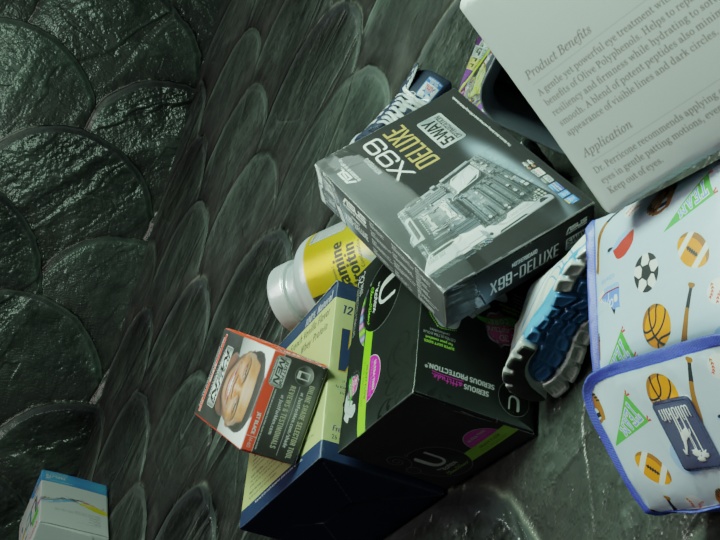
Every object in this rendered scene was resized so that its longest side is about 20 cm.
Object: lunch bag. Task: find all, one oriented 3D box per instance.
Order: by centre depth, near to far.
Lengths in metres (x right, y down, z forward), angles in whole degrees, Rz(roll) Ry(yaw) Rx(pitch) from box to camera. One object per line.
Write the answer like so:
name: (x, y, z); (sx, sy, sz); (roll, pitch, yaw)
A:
lunch bag: (0.223, 0.043, 0.711); (0.170, 0.124, 0.201); (149, 126, -60)

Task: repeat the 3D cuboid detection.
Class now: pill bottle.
pill bottle: (0.000, 0.000, 1.252); (0.200, 0.112, 0.112); (-23, 45, 32)

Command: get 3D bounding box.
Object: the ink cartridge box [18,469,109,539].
ink cartridge box: (-0.604, 0.531, 2.377); (0.147, 0.146, 0.200); (-65, 21, 14)

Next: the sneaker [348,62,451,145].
sneaker: (0.053, -0.176, 1.363); (0.109, 0.070, 0.200); (-56, -4, 25)

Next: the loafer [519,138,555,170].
loafer: (0.126, -0.098, 1.153); (0.200, 0.068, 0.071); (6, 116, 66)

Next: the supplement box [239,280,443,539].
supplement box: (-0.016, 0.157, 1.204); (0.200, 0.134, 0.200); (-47, 30, 47)

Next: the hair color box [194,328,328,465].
hair color box: (-0.104, 0.122, 1.178); (0.200, 0.061, 0.102); (7, 77, 69)

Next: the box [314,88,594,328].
box: (0.078, -0.060, 1.017); (0.200, 0.157, 0.050); (47, 158, 38)

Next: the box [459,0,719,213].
box: (0.215, -0.180, 0.725); (0.199, 0.171, 0.200); (-35, 3, 46)

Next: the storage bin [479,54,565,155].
storage bin: (0.181, -0.226, 1.071); (0.134, 0.145, 0.200); (-99, 33, -72)

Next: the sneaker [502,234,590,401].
sneaker: (0.174, 0.011, 0.944); (0.200, 0.075, 0.087); (-55, 19, 36)

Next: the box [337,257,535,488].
box: (0.072, 0.072, 1.073); (0.149, 0.124, 0.200); (-47, 29, 49)

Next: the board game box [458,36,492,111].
board game box: (0.161, -0.216, 1.255); (0.120, 0.032, 0.200); (-65, 19, 1)
